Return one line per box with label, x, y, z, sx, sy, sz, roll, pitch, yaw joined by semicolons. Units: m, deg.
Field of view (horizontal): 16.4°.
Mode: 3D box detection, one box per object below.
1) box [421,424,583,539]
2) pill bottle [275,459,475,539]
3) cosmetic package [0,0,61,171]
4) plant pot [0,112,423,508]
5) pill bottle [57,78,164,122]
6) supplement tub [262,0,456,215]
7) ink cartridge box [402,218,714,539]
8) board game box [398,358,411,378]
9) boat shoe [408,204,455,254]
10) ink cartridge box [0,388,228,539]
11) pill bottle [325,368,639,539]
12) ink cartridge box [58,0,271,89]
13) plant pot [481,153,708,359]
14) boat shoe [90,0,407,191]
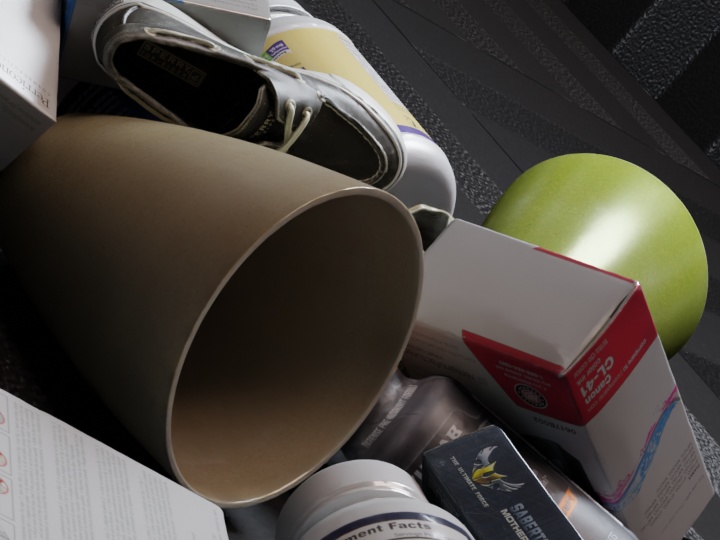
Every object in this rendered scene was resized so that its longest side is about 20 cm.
box;0.096;0.202;1.286;0.200;0.051;0.158;54;-25;40
pill bottle;0.019;0.181;1.207;0.111;0.111;0.200;33;17;-30
cosmetic package;-0.232;-0.147;1.405;0.108;0.085;0.200;37;28;-32
plant pot;-0.102;-0.002;1.350;0.200;0.188;0.187;32;8;32
pill bottle;-0.131;-0.074;1.529;0.200;0.111;0.111;48;16;24
supplement tub;-0.039;-0.089;1.768;0.145;0.145;0.200;23;23;-51
ink cartridge box;0.114;0.080;1.508;0.147;0.086;0.200;19;-35;39
board game box;-0.030;0.017;1.591;0.200;0.024;0.105;30;20;28
boat shoe;0.000;0.000;1.521;0.075;0.069;0.200;26;18;17
ink cartridge box;-0.143;0.121;1.116;0.200;0.047;0.160;29;19;-22
pill bottle;0.056;0.134;1.450;0.200;0.106;0.106;40;15;-1
ink cartridge box;-0.122;-0.180;1.501;0.116;0.067;0.200;10;32;-14
plant pot;0.144;0.026;1.894;0.187;0.187;0.200;43;30;7
boat shoe;-0.060;-0.087;1.405;0.200;0.071;0.064;23;16;-20
